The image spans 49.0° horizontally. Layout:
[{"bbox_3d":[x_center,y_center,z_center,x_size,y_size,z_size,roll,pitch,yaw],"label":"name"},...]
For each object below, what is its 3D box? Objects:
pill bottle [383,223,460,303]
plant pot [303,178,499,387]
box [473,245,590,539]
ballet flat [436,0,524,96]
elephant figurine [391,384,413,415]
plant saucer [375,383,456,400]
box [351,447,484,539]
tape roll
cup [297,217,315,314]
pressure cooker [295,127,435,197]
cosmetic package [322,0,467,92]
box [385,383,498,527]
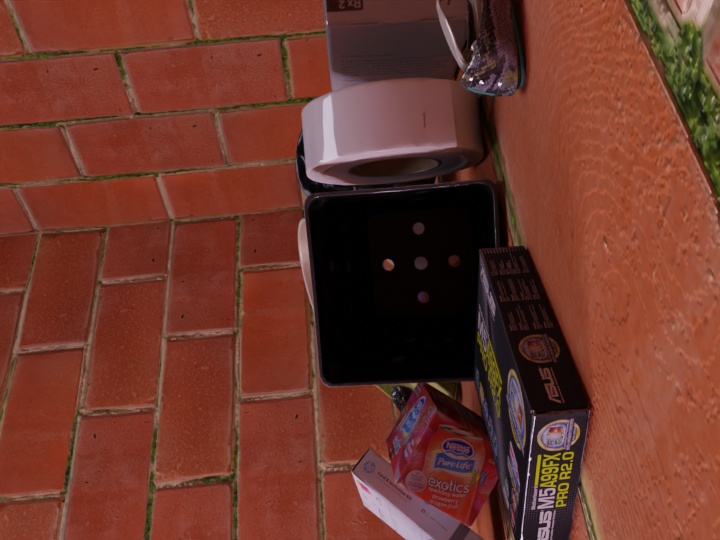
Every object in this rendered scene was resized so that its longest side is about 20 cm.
[{"bbox_3d":[0.088,0.034,1.117,0.113,0.110,0.203,-97,1,-49],"label":"pill bottle"},{"bbox_3d":[0.061,0.003,0.883,0.177,0.196,0.204,-39,-55,-76],"label":"plant pot"},{"bbox_3d":[0.136,0.102,0.668,0.202,0.043,0.162,-97,2,-53],"label":"box"},{"bbox_3d":[0.095,-0.247,0.664,0.072,0.071,0.205,100,166,-85],"label":"ballet flat"},{"bbox_3d":[0.095,0.272,1.099,0.201,0.153,0.143,80,-147,-65],"label":"elephant figurine"},{"bbox_3d":[0.086,0.173,1.321,0.199,0.048,0.201,37,156,22],"label":"plant saucer"},{"bbox_3d":[0.082,0.314,0.962,0.041,0.198,0.157,-48,-25,-20],"label":"box"},{"bbox_3d":[0.035,-0.146,0.865,0.202,0.198,0.072,104,162,-86],"label":"tape roll"},{"bbox_3d":[0.000,0.000,1.221,0.200,0.141,0.204,163,90,-74],"label":"cup"},{"bbox_3d":[0.018,-0.159,1.167,0.199,0.174,0.181,-5,-59,-59],"label":"pressure cooker"},{"bbox_3d":[0.035,-0.328,0.936,0.200,0.161,0.169,100,166,-81],"label":"cosmetic package"},{"bbox_3d":[0.098,0.209,0.941,0.097,0.099,0.200,-59,2,1],"label":"box"}]
